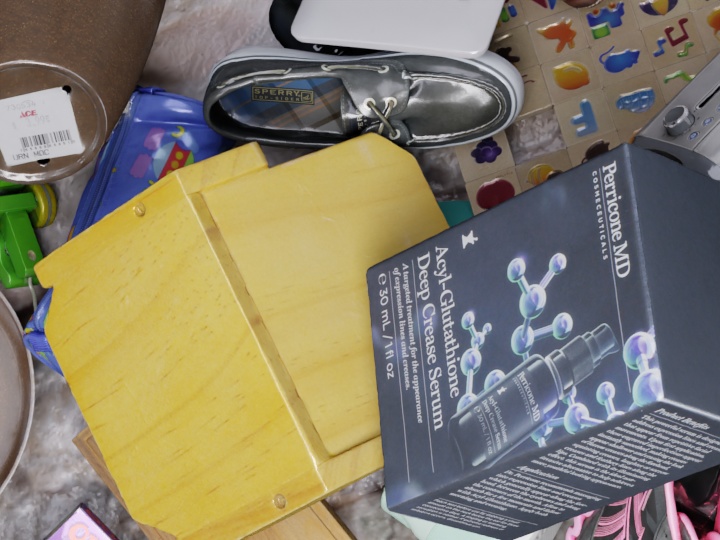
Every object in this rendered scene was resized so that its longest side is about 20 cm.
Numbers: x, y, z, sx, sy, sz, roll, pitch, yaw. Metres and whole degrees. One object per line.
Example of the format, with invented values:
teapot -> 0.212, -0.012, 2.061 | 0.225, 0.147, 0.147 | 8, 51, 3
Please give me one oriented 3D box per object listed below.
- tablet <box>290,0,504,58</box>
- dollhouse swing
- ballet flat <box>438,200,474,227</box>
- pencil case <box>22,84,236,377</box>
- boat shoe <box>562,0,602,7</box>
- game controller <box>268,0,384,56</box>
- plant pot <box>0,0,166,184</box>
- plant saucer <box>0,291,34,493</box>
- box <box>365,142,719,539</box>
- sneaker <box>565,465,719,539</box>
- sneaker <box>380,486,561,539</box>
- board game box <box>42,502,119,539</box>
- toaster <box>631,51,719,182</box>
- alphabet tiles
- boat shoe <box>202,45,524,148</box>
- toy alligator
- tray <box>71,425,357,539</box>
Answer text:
tablet -> 0.043, -0.217, 1.519 | 0.130, 0.014, 0.201 | 7, 57, 21
dollhouse swing -> -0.050, 0.038, 1.443 | 0.181, 0.176, 0.201 | -30, 84, 34
ballet flat -> 0.000, 0.000, 1.509 | 0.199, 0.067, 0.064 | -8, 116, -7
pencil case -> -0.146, -0.023, 1.523 | 0.078, 0.087, 0.201 | -2, 62, 52
boat shoe -> 0.172, -0.257, 1.531 | 0.070, 0.070, 0.201 | 21, 83, -29
game controller -> 0.033, -0.203, 1.564 | 0.200, 0.042, 0.104 | -44, 57, -5
plant pot -> -0.201, -0.151, 1.483 | 0.186, 0.187, 0.200 | -16, 43, 8
plant saucer -> -0.296, 0.085, 1.559 | 0.199, 0.032, 0.201 | -3, 78, 16
box -> 0.112, 0.044, 1.326 | 0.200, 0.107, 0.149 | -26, 58, 38
sneaker -> 0.174, 0.149, 1.377 | 0.079, 0.201, 0.096 | 3, 32, -17
sneaker -> 0.092, 0.084, 1.462 | 0.118, 0.074, 0.201 | 31, 83, 21
board game box -> -0.142, 0.252, 1.457 | 0.120, 0.032, 0.200 | -43, 95, 3
toaster -> 0.262, -0.054, 1.417 | 0.200, 0.114, 0.129 | 44, 82, -27
alphabet tiles -> 0.148, -0.125, 1.512 | 0.199, 0.008, 0.168 | -18, 56, 7
boat shoe -> 0.000, -0.100, 1.486 | 0.199, 0.057, 0.069 | 2, 119, 12
toy alligator -> -0.233, -0.029, 1.574 | 0.054, 0.059, 0.201 | -29, 75, 51
tray -> -0.080, 0.150, 1.502 | 0.099, 0.037, 0.200 | -41, 71, 0
